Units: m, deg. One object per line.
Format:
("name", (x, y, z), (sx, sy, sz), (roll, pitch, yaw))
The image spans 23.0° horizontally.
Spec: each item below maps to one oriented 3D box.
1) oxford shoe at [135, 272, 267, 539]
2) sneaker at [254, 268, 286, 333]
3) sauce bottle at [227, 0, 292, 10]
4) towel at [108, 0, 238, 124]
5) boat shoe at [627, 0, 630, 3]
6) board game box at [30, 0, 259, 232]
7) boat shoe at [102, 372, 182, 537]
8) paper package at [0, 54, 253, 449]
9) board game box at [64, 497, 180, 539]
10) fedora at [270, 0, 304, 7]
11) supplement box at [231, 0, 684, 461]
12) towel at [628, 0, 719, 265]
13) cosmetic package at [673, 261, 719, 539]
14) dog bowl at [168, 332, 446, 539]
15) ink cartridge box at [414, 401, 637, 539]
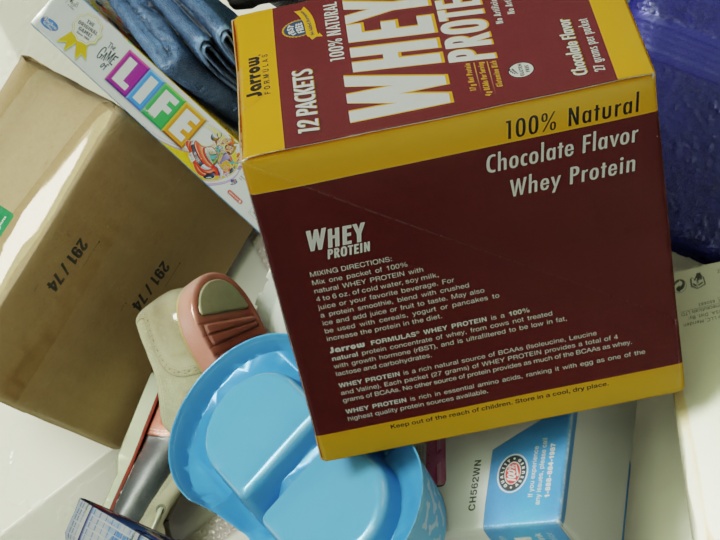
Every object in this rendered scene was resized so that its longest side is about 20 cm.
("oxford shoe", (-0.079, 0.102, 1.109), (0.074, 0.071, 0.201), (-18, 92, 38))
("sneaker", (0.000, 0.000, 1.136), (0.080, 0.076, 0.200), (28, 86, 22))
("sauce bottle", (0.010, -0.199, 1.128), (0.199, 0.065, 0.065), (-7, 67, 16))
("towel", (-0.079, -0.134, 1.152), (0.049, 0.200, 0.112), (-46, 57, 9))
("boat shoe", (0.119, -0.150, 1.130), (0.200, 0.075, 0.062), (-25, 61, 14))
("board game box", (-0.113, -0.102, 1.138), (0.200, 0.134, 0.034), (42, 97, -2))
("boat shoe", (-0.143, 0.168, 1.145), (0.062, 0.071, 0.201), (22, 80, -7))
("paper package", (-0.190, -0.008, 1.164), (0.103, 0.191, 0.200), (28, 86, 35))
("board game box", (-0.082, 0.207, 1.044), (0.200, 0.200, 0.062), (17, 77, 46))
("fedora", (-0.010, -0.259, 1.230), (0.177, 0.090, 0.200), (-37, 70, 12))
("supplement box", (0.051, -0.035, 0.911), (0.197, 0.200, 0.133), (-12, 38, 3))
("towel", (0.214, -0.101, 1.052), (0.147, 0.050, 0.200), (22, 78, 5))
("cosmetic package", (0.220, 0.102, 0.958), (0.071, 0.105, 0.201), (-14, 63, 24))
("dog bowl", (-0.028, 0.117, 0.984), (0.112, 0.050, 0.200), (-48, 43, -2))
("ink cartridge box", (0.050, 0.109, 1.029), (0.200, 0.085, 0.145), (-11, 52, 31))
